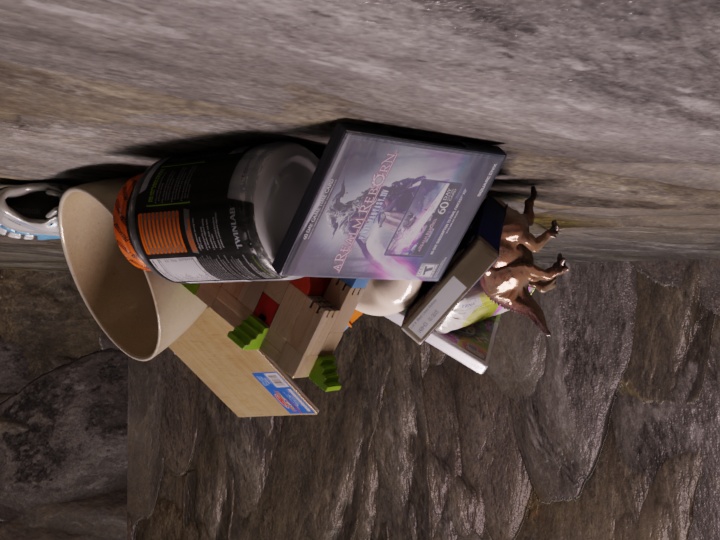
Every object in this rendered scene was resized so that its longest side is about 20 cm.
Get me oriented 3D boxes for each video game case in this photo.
[{"bbox_3d":[0.112,0.033,1.441,0.142,0.018,0.201,31,-147,-4],"label":"video game case"},{"bbox_3d":[0.029,-0.054,1.004,0.198,0.144,0.019,1,-145,-43],"label":"video game case"}]

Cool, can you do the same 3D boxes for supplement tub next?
[{"bbox_3d":[-0.130,-0.050,1.060,0.198,0.125,0.122,-1,177,38],"label":"supplement tub"}]

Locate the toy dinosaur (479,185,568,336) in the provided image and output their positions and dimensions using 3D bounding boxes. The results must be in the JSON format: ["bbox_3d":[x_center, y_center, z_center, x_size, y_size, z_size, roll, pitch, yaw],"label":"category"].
[{"bbox_3d":[0.160,-0.018,1.322,0.133,0.203,0.086,-14,-173,-5],"label":"toy dinosaur"}]

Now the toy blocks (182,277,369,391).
[{"bbox_3d":[-0.074,0.005,1.129,0.199,0.138,0.099,36,-162,29],"label":"toy blocks"}]

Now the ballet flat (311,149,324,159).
[{"bbox_3d":[-0.065,-0.086,1.128,0.067,0.047,0.199,2,177,-37],"label":"ballet flat"}]

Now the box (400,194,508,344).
[{"bbox_3d":[0.101,-0.009,1.187,0.032,0.121,0.200,39,-160,-3],"label":"box"}]

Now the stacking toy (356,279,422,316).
[{"bbox_3d":[0.053,-0.055,1.194,0.145,0.148,0.199,-2,-159,42],"label":"stacking toy"}]

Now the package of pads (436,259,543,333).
[{"bbox_3d":[0.122,-0.007,1.423,0.199,0.155,0.069,-13,143,-47],"label":"package of pads"}]

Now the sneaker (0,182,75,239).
[{"bbox_3d":[-0.329,-0.066,1.322,0.197,0.076,0.087,0,172,-19],"label":"sneaker"}]

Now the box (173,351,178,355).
[{"bbox_3d":[-0.153,0.009,1.499,0.104,0.204,0.183,-2,177,28],"label":"box"}]

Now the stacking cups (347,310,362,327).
[{"bbox_3d":[-0.044,0.063,1.422,0.200,0.061,0.061,-42,177,0],"label":"stacking cups"}]

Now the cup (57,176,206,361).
[{"bbox_3d":[-0.221,-0.022,1.265,0.142,0.203,0.199,-27,-166,-33],"label":"cup"}]

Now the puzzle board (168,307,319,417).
[{"bbox_3d":[-0.156,0.109,1.378,0.149,0.018,0.200,-8,132,43],"label":"puzzle board"}]
